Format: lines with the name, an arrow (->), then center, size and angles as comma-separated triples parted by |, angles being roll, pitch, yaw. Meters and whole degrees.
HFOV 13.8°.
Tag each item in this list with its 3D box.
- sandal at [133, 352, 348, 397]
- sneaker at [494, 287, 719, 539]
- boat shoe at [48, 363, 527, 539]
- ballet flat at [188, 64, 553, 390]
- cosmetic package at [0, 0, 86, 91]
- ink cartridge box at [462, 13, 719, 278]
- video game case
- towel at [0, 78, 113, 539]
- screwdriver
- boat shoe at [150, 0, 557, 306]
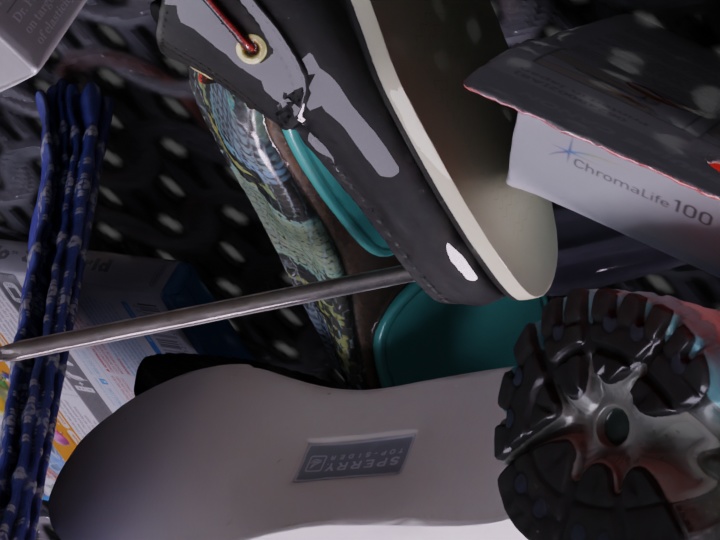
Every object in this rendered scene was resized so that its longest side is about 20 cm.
sandal -> 0.008, 0.077, 0.904 | 0.200, 0.075, 0.045 | 26, 109, 25
sneaker -> 0.121, 0.047, 0.620 | 0.086, 0.078, 0.200 | 4, -166, -39
boat shoe -> 0.001, 0.067, 0.825 | 0.200, 0.072, 0.069 | -10, 134, 35
ballet flat -> 0.004, -0.016, 0.834 | 0.074, 0.074, 0.200 | 12, 144, 29
cosmetic package -> -0.142, -0.139, 0.720 | 0.200, 0.107, 0.090 | 44, 147, -20
ink cartridge box -> 0.106, -0.001, 0.651 | 0.160, 0.047, 0.200 | 25, -166, 10
video game case -> -0.111, 0.038, 1.053 | 0.200, 0.018, 0.143 | 7, 144, 35
towel -> -0.104, 0.057, 0.884 | 0.024, 0.200, 0.145 | 10, 139, -5
screwdriver -> 0.000, 0.000, 0.784 | 0.200, 0.029, 0.028 | -8, 136, 1
boat shoe -> -0.018, -0.073, 0.711 | 0.063, 0.074, 0.201 | -24, 110, 24
